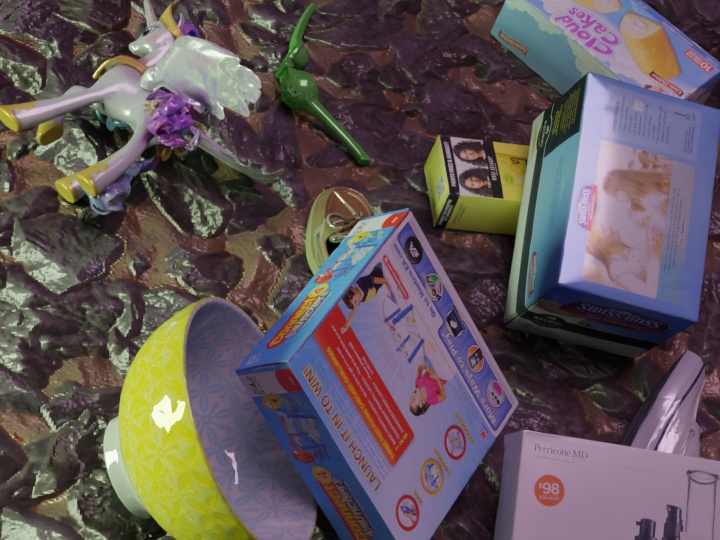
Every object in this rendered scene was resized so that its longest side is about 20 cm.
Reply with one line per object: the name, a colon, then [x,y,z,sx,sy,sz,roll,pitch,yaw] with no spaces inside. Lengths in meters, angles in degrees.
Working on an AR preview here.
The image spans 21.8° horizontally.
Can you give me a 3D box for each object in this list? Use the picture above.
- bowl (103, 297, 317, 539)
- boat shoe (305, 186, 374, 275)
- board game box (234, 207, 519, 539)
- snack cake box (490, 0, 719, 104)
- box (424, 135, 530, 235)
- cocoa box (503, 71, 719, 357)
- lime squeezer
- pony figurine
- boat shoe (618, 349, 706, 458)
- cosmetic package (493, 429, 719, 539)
bowl: [-0.123,0.131,1.382,0.108,0.200,0.200,-21,50,18]
boat shoe: [0.000,0.000,1.581,0.073,0.063,0.200,2,51,-18]
board game box: [0.019,0.091,1.444,0.196,0.056,0.200,-50,120,-41]
snack cake box: [0.243,-0.217,1.850,0.200,0.067,0.115,42,49,15]
box: [0.162,-0.071,1.709,0.200,0.050,0.075,7,50,-16]
cocoa box: [0.216,-0.046,1.609,0.133,0.131,0.200,15,70,-13]
lime squeezer: [-0.045,-0.183,1.733,0.070,0.038,0.200,-2,52,-23]
pony figurine: [-0.175,-0.134,1.585,0.193,0.167,0.200,38,64,22]
boat shoe: [0.248,0.157,1.548,0.067,0.074,0.200,34,61,3]
cosmetic package: [0.204,0.213,1.450,0.200,0.052,0.151,10,75,-13]
